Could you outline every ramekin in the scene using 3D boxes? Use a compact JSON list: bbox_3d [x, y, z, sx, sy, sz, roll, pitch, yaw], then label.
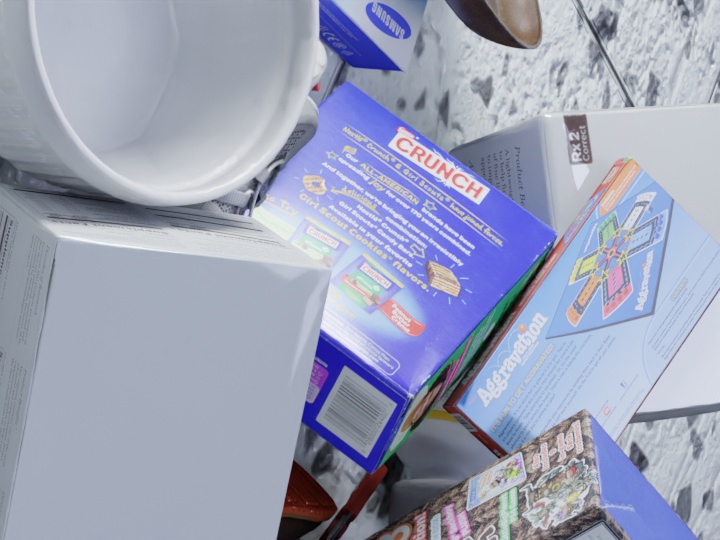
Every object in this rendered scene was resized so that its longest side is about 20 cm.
[{"bbox_3d":[-0.128,-0.132,1.448,0.200,0.105,0.201,2,87,-44],"label":"ramekin"}]

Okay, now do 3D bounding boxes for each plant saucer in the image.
[{"bbox_3d":[0.060,-0.229,1.784,0.201,0.032,0.201,56,19,-30],"label":"plant saucer"}]

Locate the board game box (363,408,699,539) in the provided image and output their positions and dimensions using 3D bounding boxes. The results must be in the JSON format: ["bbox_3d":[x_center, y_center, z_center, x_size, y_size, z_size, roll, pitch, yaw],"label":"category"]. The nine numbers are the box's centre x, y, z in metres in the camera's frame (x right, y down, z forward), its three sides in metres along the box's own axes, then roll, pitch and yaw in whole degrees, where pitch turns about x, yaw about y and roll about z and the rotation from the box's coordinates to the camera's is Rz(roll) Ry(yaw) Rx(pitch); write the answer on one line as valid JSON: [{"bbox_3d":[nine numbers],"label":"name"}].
[{"bbox_3d":[0.101,0.209,1.656,0.160,0.199,0.097,49,20,-26],"label":"board game box"}]

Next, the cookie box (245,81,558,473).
[{"bbox_3d":[0.000,0.000,1.662,0.200,0.171,0.075,-44,167,-46],"label":"cookie box"}]

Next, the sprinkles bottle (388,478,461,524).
[{"bbox_3d":[0.046,0.238,1.781,0.068,0.068,0.201,-3,98,-59],"label":"sprinkles bottle"}]

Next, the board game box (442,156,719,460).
[{"bbox_3d":[0.143,0.039,1.700,0.103,0.019,0.200,43,70,-17],"label":"board game box"}]

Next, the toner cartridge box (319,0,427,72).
[{"bbox_3d":[-0.018,-0.208,1.718,0.200,0.043,0.095,39,64,-56],"label":"toner cartridge box"}]

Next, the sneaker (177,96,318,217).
[{"bbox_3d":[-0.087,-0.016,1.543,0.200,0.082,0.075,-47,165,-11],"label":"sneaker"}]

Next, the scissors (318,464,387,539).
[{"bbox_3d":[-0.010,0.154,1.736,0.073,0.014,0.200,-52,177,0],"label":"scissors"}]

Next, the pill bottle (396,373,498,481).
[{"bbox_3d":[0.086,0.088,1.886,0.112,0.112,0.201,39,63,-55],"label":"pill bottle"}]

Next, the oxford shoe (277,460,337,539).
[{"bbox_3d":[-0.077,0.150,1.689,0.073,0.071,0.200,-52,160,13],"label":"oxford shoe"}]

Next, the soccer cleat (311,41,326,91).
[{"bbox_3d":[-0.084,-0.118,1.604,0.200,0.069,0.078,-30,118,-50],"label":"soccer cleat"}]

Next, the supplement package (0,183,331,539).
[{"bbox_3d":[-0.122,0.072,1.439,0.155,0.111,0.201,7,103,-27],"label":"supplement package"}]

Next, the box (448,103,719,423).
[{"bbox_3d":[0.181,-0.001,1.810,0.199,0.131,0.200,-5,85,-27],"label":"box"}]
